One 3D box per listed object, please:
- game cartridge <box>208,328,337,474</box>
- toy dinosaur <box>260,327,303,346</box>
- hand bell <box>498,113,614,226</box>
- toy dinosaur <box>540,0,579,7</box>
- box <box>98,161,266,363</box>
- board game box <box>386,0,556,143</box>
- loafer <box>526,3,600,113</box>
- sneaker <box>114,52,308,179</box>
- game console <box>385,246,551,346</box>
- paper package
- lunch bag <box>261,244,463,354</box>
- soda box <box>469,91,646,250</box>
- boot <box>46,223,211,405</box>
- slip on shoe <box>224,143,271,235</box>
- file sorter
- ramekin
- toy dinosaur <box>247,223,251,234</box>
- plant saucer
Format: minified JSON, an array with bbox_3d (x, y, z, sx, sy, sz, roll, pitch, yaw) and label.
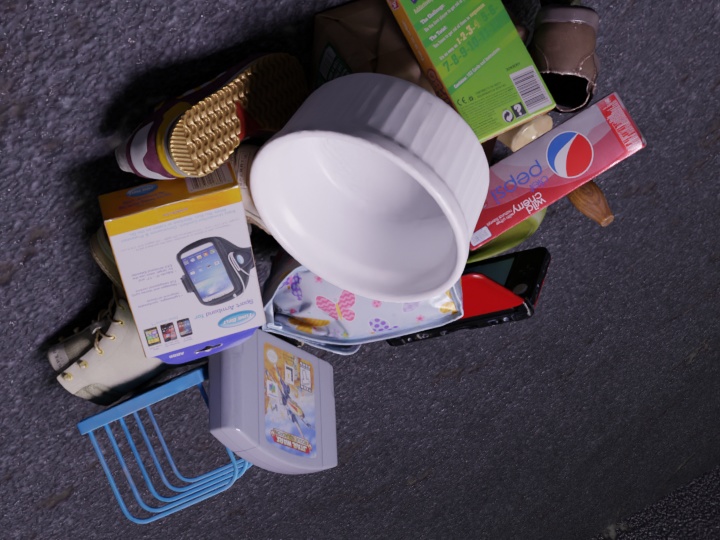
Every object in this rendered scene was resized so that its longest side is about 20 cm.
[{"bbox_3d":[-0.085,0.139,1.260,0.041,0.134,0.200,-19,153,25],"label":"game cartridge"},{"bbox_3d":[-0.097,0.067,1.375,0.047,0.088,0.200,-24,153,-1],"label":"toy dinosaur"},{"bbox_3d":[0.206,-0.124,1.325,0.104,0.200,0.104,-27,151,-17],"label":"hand bell"},{"bbox_3d":[0.192,-0.262,1.186,0.047,0.088,0.200,-25,161,7],"label":"toy dinosaur"},{"bbox_3d":[-0.155,0.001,1.103,0.119,0.042,0.200,-16,138,-10],"label":"box"},{"bbox_3d":[0.086,-0.213,1.073,0.095,0.200,0.030,-26,180,-25],"label":"board game box"},{"bbox_3d":[0.184,-0.181,1.142,0.200,0.073,0.071,45,53,-74],"label":"loafer"},{"bbox_3d":[-0.127,-0.138,1.067,0.200,0.090,0.075,-36,119,-47],"label":"sneaker"},{"bbox_3d":[0.098,0.011,1.425,0.200,0.173,0.119,-14,123,33],"label":"game console"},{"bbox_3d":[0.046,-0.166,1.180,0.190,0.104,0.200,-24,151,-24],"label":"paper package"},{"bbox_3d":[0.000,0.000,1.261,0.199,0.170,0.127,-13,111,8],"label":"lunch bag"},{"bbox_3d":[0.180,-0.097,1.211,0.200,0.064,0.070,-31,179,8],"label":"soda box"},{"bbox_3d":[-0.246,0.051,1.200,0.154,0.072,0.200,-26,135,10],"label":"boot"},{"bbox_3d":[-0.106,-0.077,1.175,0.060,0.076,0.200,3,176,11],"label":"slip on shoe"},{"bbox_3d":[-0.183,0.172,1.300,0.138,0.123,0.200,-25,179,8],"label":"file sorter"},{"bbox_3d":[0.014,-0.074,1.057,0.201,0.200,0.098,99,17,-53],"label":"ramekin"},{"bbox_3d":[-0.155,0.016,1.259,0.088,0.048,0.200,0,128,-4],"label":"toy dinosaur"},{"bbox_3d":[0.133,-0.045,1.465,0.199,0.031,0.200,-14,163,-5],"label":"plant saucer"}]
